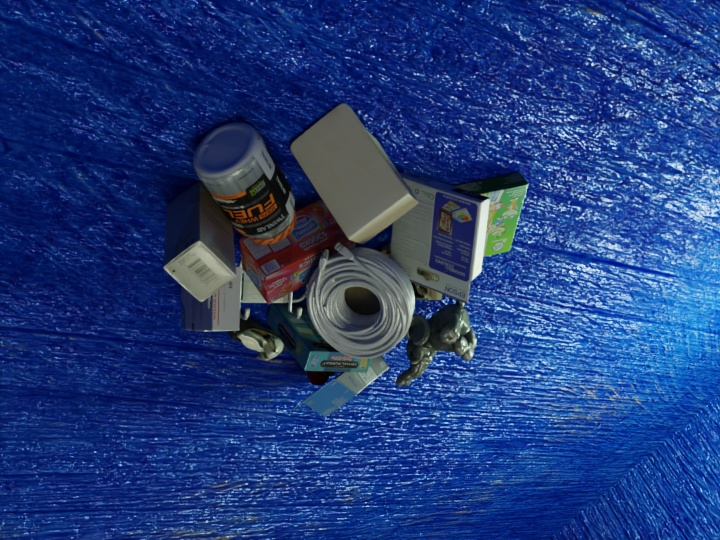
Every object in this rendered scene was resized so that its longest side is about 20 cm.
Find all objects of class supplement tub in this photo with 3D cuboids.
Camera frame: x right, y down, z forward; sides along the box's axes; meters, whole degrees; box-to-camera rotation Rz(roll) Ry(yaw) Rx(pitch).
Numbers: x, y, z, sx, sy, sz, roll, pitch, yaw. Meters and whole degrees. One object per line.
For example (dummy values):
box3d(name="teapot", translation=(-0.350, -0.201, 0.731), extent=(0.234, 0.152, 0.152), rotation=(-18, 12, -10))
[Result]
box3d(name="supplement tub", translation=(-0.186, -0.140, 1.299), extent=(0.122, 0.123, 0.200), rotation=(-27, 141, 2))

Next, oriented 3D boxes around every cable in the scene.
box3d(name="cable", translation=(-0.001, 0.058, 1.392), extent=(0.199, 0.069, 0.201), rotation=(29, 118, 2))

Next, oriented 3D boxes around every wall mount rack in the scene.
box3d(name="wall mount rack", translation=(-0.174, 0.007, 1.514), extent=(0.198, 0.074, 0.176), rotation=(1, 97, -31))

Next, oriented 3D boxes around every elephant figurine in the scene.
box3d(name="elephant figurine", translation=(0.163, 0.165, 1.832), extent=(0.199, 0.155, 0.142), rotation=(-18, 111, 31))

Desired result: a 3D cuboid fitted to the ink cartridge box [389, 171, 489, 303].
box3d(name="ink cartridge box", translation=(0.144, -0.065, 1.459), extent=(0.047, 0.197, 0.202), rotation=(-24, 126, -44))

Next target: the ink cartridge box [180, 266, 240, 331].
box3d(name="ink cartridge box", translation=(-0.266, 0.051, 1.391), extent=(0.067, 0.117, 0.200), rotation=(2, 177, -28))

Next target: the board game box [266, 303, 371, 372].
box3d(name="board game box", translation=(-0.087, 0.139, 1.597), extent=(0.150, 0.200, 0.047), rotation=(7, 112, -33))

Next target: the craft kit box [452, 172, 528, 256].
box3d(name="craft kit box", translation=(0.241, -0.103, 1.636), extent=(0.198, 0.049, 0.198), rotation=(-13, 142, -15))

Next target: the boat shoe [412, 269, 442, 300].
box3d(name="boat shoe", translation=(0.136, 0.034, 1.657), extent=(0.062, 0.074, 0.200), rotation=(-8, 168, -1))

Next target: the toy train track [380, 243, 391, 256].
box3d(name="toy train track", translation=(0.116, -0.058, 1.549), extent=(0.199, 0.115, 0.033), rotation=(-9, 122, 38))

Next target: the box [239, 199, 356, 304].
box3d(name="box", translation=(-0.113, -0.039, 1.425), extent=(0.199, 0.100, 0.096), rotation=(-29, 153, -22))

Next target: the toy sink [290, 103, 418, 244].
box3d(name="toy sink", translation=(-0.010, -0.167, 1.355), extent=(0.130, 0.201, 0.112), rotation=(-36, 169, 10))

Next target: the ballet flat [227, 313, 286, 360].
box3d(name="ballet flat", translation=(-0.216, 0.154, 1.650), extent=(0.068, 0.069, 0.200), rotation=(-40, 139, 16))

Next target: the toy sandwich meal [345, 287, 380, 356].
box3d(name="toy sandwich meal", translation=(-0.002, 0.075, 1.477), extent=(0.205, 0.205, 0.070), rotation=(-48, 177, 26))

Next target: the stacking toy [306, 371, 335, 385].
box3d(name="stacking toy", translation=(-0.057, 0.201, 1.784), extent=(0.085, 0.086, 0.200), rotation=(16, 129, -39))

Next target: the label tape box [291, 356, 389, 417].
box3d(name="label tape box", translation=(-0.044, 0.274, 1.782), extent=(0.200, 0.063, 0.144), rotation=(-32, 173, -47))

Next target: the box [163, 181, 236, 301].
box3d(name="box", translation=(-0.267, -0.052, 1.280), extent=(0.077, 0.201, 0.095), rotation=(-35, 125, 12))
